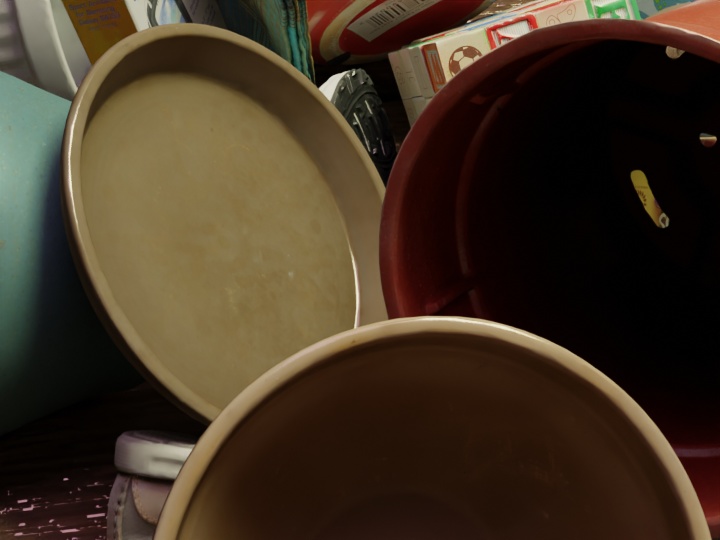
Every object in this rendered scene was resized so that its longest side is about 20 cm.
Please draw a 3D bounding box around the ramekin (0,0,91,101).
[{"bbox_3d":[-0.185,-0.152,0.941,0.104,0.201,0.200,-7,30,17],"label":"ramekin"}]

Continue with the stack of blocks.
[{"bbox_3d":[0.080,-0.118,0.946,0.115,0.059,0.200,-19,9,-9],"label":"stack of blocks"}]

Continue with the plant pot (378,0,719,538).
[{"bbox_3d":[0.140,-0.024,0.665,0.200,0.202,0.195,18,27,22],"label":"plant pot"}]

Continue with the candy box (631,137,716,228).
[{"bbox_3d":[0.248,-0.042,0.870,0.199,0.057,0.117,3,4,-19],"label":"candy box"}]

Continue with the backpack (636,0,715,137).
[{"bbox_3d":[0.214,-0.167,1.008,0.146,0.184,0.200,-15,31,-27],"label":"backpack"}]

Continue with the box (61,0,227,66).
[{"bbox_3d":[-0.119,-0.144,0.911,0.041,0.201,0.119,-9,38,17],"label":"box"}]

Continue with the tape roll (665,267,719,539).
[{"bbox_3d":[0.152,0.064,0.749,0.199,0.066,0.201,2,33,-1],"label":"tape roll"}]

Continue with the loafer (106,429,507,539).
[{"bbox_3d":[-0.009,0.113,0.678,0.199,0.063,0.072,10,0,5],"label":"loafer"}]

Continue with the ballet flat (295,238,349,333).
[{"bbox_3d":[0.000,0.000,0.836,0.069,0.070,0.200,16,34,19],"label":"ballet flat"}]

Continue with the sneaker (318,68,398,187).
[{"bbox_3d":[-0.037,-0.061,0.926,0.079,0.074,0.200,-14,15,30],"label":"sneaker"}]

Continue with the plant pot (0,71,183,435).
[{"bbox_3d":[-0.189,-0.006,0.730,0.187,0.201,0.200,0,29,-35],"label":"plant pot"}]

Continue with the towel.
[{"bbox_3d":[-0.074,-0.172,0.952,0.022,0.200,0.147,-34,73,-10],"label":"towel"}]

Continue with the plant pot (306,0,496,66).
[{"bbox_3d":[0.004,-0.240,1.015,0.200,0.200,0.183,-18,78,-29],"label":"plant pot"}]

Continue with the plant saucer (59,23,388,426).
[{"bbox_3d":[-0.055,-0.015,0.721,0.029,0.201,0.200,-27,11,39],"label":"plant saucer"}]

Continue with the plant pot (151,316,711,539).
[{"bbox_3d":[0.022,0.121,0.585,0.200,0.202,0.093,0,-8,-6],"label":"plant pot"}]

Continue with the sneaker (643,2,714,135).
[{"bbox_3d":[0.228,-0.105,0.864,0.199,0.071,0.075,-2,10,-36],"label":"sneaker"}]
